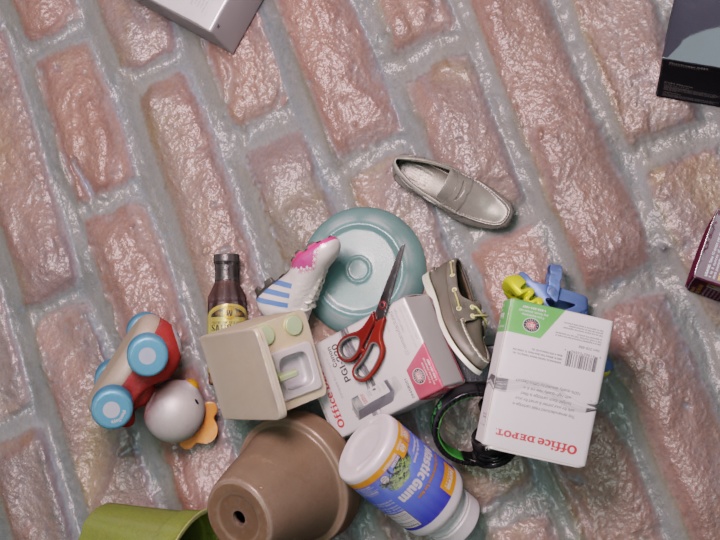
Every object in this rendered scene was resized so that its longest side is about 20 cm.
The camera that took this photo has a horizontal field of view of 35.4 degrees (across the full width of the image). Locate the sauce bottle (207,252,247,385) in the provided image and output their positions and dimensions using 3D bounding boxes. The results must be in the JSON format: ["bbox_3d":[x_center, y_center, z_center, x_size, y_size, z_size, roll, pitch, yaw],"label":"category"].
[{"bbox_3d":[-0.207,0.075,1.739,0.065,0.066,0.202,-5,84,12],"label":"sauce bottle"}]

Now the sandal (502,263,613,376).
[{"bbox_3d":[0.298,0.066,1.627,0.087,0.080,0.200,-38,82,-11],"label":"sandal"}]

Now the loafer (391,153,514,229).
[{"bbox_3d":[0.135,-0.118,1.683,0.198,0.070,0.071,24,89,14],"label":"loafer"}]

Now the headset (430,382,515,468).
[{"bbox_3d":[0.200,0.230,1.605,0.198,0.094,0.125,5,115,-11],"label":"headset"}]

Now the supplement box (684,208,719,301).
[{"bbox_3d":[0.562,0.005,1.548,0.198,0.131,0.104,20,87,13],"label":"supplement box"}]

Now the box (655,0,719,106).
[{"bbox_3d":[0.521,-0.298,1.562,0.198,0.182,0.105,12,86,13],"label":"box"}]

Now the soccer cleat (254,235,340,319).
[{"bbox_3d":[-0.081,0.023,1.685,0.200,0.070,0.087,-39,76,42],"label":"soccer cleat"}]

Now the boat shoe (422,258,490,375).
[{"bbox_3d":[0.146,0.062,1.621,0.060,0.072,0.203,-36,43,15],"label":"boat shoe"}]

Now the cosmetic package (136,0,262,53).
[{"bbox_3d":[-0.249,-0.487,1.780,0.199,0.123,0.201,30,91,15],"label":"cosmetic package"}]

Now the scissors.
[{"bbox_3d":[0.033,0.063,1.591,0.073,0.014,0.201,40,106,26],"label":"scissors"}]

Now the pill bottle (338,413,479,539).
[{"bbox_3d":[0.074,0.302,1.594,0.200,0.112,0.112,40,93,-21],"label":"pill bottle"}]

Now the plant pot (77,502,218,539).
[{"bbox_3d":[-0.316,0.428,1.677,0.188,0.200,0.202,10,86,26],"label":"plant pot"}]

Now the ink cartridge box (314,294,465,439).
[{"bbox_3d":[0.029,0.142,1.645,0.199,0.085,0.147,-30,77,26],"label":"ink cartridge box"}]

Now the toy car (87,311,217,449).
[{"bbox_3d":[-0.293,0.185,1.718,0.199,0.184,0.178,35,91,-16],"label":"toy car"}]

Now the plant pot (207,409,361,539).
[{"bbox_3d":[-0.124,0.321,1.606,0.198,0.174,0.202,9,108,29],"label":"plant pot"}]

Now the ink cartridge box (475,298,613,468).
[{"bbox_3d":[0.247,0.152,1.531,0.144,0.084,0.202,13,86,-1],"label":"ink cartridge box"}]

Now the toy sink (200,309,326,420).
[{"bbox_3d":[-0.129,0.135,1.624,0.111,0.199,0.132,-18,92,-31],"label":"toy sink"}]

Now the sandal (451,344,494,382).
[{"bbox_3d":[0.146,0.134,1.667,0.198,0.043,0.077,8,93,16],"label":"sandal"}]

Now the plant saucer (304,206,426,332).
[{"bbox_3d":[0.000,0.000,1.718,0.198,0.036,0.202,-1,84,12],"label":"plant saucer"}]
